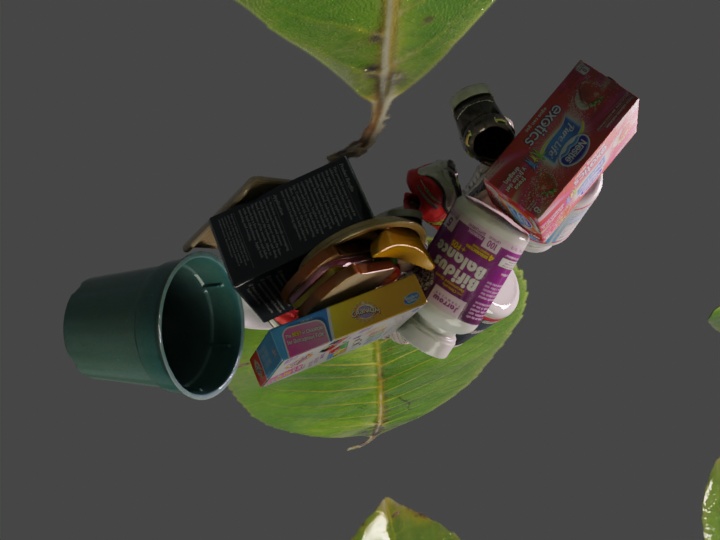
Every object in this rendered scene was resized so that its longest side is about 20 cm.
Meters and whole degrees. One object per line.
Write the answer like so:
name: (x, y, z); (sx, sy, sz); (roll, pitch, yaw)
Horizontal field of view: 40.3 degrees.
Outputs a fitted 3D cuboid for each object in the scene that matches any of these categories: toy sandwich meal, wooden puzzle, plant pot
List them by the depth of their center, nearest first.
toy sandwich meal: (0.002, 0.005, 1.231); (0.203, 0.071, 0.206); (-21, 157, -9)
wooden puzzle: (-0.126, -0.080, 1.359); (0.198, 0.038, 0.185); (-4, 156, -42)
plant pot: (-0.298, 0.080, 1.387); (0.194, 0.203, 0.200); (-3, 167, 26)

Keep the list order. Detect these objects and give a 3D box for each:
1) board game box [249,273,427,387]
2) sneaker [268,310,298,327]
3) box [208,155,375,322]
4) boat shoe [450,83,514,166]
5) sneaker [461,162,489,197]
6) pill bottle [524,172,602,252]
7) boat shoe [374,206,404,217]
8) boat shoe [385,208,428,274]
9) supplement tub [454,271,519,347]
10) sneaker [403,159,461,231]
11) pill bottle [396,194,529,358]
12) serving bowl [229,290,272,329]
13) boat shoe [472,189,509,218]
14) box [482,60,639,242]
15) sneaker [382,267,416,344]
board game box: (-0.031, 0.077, 1.226); (0.198, 0.041, 0.153); (-21, 168, -22)
sneaker: (-0.071, 0.054, 1.458); (0.085, 0.077, 0.199); (-44, 148, 22)
box: (-0.075, -0.037, 1.293); (0.198, 0.108, 0.149); (-24, 157, 0)
boat shoe: (0.165, -0.170, 1.275); (0.071, 0.061, 0.201); (-24, 159, 13)
sneaker: (0.197, -0.093, 1.483); (0.073, 0.088, 0.200); (-11, 159, -12)
pill bottle: (0.287, -0.105, 1.491); (0.107, 0.110, 0.200); (-12, 159, -12)
boat shoe: (0.000, -0.033, 1.526); (0.199, 0.061, 0.072); (-24, 158, 20)
boat shoe: (0.064, -0.024, 1.424); (0.071, 0.069, 0.200); (-5, 162, 4)
supplement tub: (0.175, 0.054, 1.768); (0.139, 0.142, 0.200); (1, 154, -38)
sneaker: (0.106, -0.097, 1.426); (0.084, 0.078, 0.201); (-7, 151, 9)
pill bottle: (0.129, 0.011, 1.304); (0.112, 0.112, 0.201); (12, 111, -52)
serving bowl: (-0.121, 0.023, 1.511); (0.197, 0.067, 0.201); (-7, 156, -3)
boat shoe: (0.210, -0.103, 1.366); (0.200, 0.072, 0.060); (-44, 179, 7)
box: (0.257, -0.150, 1.250); (0.200, 0.095, 0.100); (-50, 159, -3)
sneaker: (0.046, 0.069, 1.414); (0.199, 0.089, 0.081); (-28, 162, 25)
